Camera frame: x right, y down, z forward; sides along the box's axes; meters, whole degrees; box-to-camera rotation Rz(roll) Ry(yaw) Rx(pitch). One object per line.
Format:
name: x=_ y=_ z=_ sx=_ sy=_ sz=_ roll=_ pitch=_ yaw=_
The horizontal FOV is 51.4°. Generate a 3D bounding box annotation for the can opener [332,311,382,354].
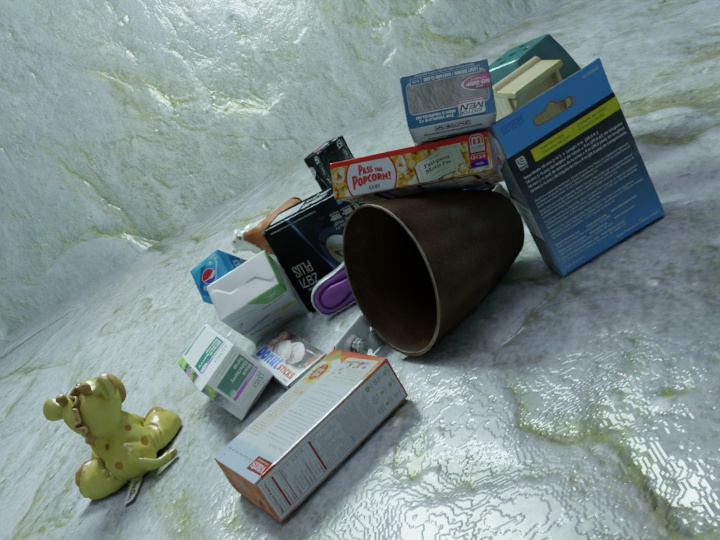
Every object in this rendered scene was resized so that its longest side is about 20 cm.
can opener: x=0.015 y=0.071 z=1.017 sx=0.066 sy=0.053 sz=0.200 roll=-15 pitch=24 yaw=45

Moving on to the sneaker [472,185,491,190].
sneaker: x=0.169 y=-0.151 z=1.208 sx=0.080 sy=0.076 sz=0.200 roll=-11 pitch=-13 yaw=0

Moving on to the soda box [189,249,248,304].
soda box: x=-0.210 y=0.026 z=1.326 sx=0.067 sy=0.065 sz=0.199 roll=-36 pitch=-22 yaw=14

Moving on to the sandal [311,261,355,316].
sandal: x=0.005 y=0.005 z=1.173 sx=0.202 sy=0.082 sz=0.050 roll=-45 pitch=15 yaw=15

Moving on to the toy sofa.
toy sofa: x=0.255 y=-0.184 z=1.034 sx=0.082 sy=0.203 sz=0.097 roll=-33 pitch=22 yaw=-8

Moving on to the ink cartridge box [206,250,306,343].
ink cartridge box: x=-0.165 y=0.054 z=1.266 sx=0.115 sy=0.068 sz=0.200 roll=-31 pitch=-21 yaw=2

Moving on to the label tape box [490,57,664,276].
label tape box: x=0.245 y=-0.120 z=0.871 sx=0.142 sy=0.203 sz=0.063 roll=-30 pitch=17 yaw=3

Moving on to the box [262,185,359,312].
box: x=-0.036 y=-0.049 z=1.248 sx=0.196 sy=0.166 sz=0.087 roll=-23 pitch=18 yaw=24

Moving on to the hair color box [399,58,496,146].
hair color box: x=0.106 y=-0.184 z=0.883 sx=0.097 sy=0.062 sz=0.200 roll=-10 pitch=-1 yaw=8

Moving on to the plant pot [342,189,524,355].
plant pot: x=0.108 y=-0.022 z=0.941 sx=0.197 sy=0.192 sz=0.185 roll=-24 pitch=11 yaw=-31

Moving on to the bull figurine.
bull figurine: x=-0.193 y=-0.079 z=1.681 sx=0.198 sy=0.123 sz=0.065 roll=-37 pitch=17 yaw=-17

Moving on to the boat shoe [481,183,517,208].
boat shoe: x=0.158 y=-0.088 z=1.185 sx=0.199 sy=0.061 sz=0.072 roll=-14 pitch=24 yaw=47

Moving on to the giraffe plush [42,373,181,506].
giraffe plush: x=-0.370 y=0.225 z=1.088 sx=0.171 sy=0.165 sz=0.200 roll=-34 pitch=16 yaw=-10

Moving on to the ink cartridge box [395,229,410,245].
ink cartridge box: x=0.090 y=-0.039 z=1.098 sx=0.098 sy=0.039 sz=0.201 roll=-36 pitch=-22 yaw=-9

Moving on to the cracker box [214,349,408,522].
cracker box: x=-0.057 y=0.177 z=0.846 sx=0.199 sy=0.058 sz=0.133 roll=-39 pitch=17 yaw=-24

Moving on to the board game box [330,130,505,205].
board game box: x=0.078 y=-0.122 z=0.939 sx=0.194 sy=0.048 sz=0.151 roll=-9 pitch=-1 yaw=17

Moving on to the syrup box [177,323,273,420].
syrup box: x=-0.207 y=0.148 z=1.128 sx=0.080 sy=0.081 sz=0.199 roll=-55 pitch=20 yaw=-9

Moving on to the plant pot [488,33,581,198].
plant pot: x=0.277 y=-0.242 z=1.155 sx=0.141 sy=0.203 sz=0.140 roll=-41 pitch=20 yaw=-29

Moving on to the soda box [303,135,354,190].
soda box: x=-0.023 y=-0.148 z=1.431 sx=0.070 sy=0.203 sz=0.063 roll=-38 pitch=17 yaw=-27

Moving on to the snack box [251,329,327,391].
snack box: x=-0.105 y=0.134 z=1.108 sx=0.071 sy=0.025 sz=0.199 roll=-39 pitch=18 yaw=-14
